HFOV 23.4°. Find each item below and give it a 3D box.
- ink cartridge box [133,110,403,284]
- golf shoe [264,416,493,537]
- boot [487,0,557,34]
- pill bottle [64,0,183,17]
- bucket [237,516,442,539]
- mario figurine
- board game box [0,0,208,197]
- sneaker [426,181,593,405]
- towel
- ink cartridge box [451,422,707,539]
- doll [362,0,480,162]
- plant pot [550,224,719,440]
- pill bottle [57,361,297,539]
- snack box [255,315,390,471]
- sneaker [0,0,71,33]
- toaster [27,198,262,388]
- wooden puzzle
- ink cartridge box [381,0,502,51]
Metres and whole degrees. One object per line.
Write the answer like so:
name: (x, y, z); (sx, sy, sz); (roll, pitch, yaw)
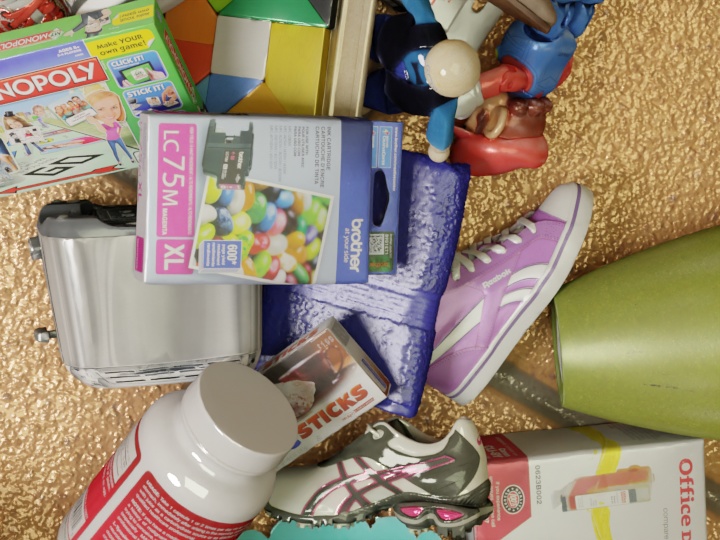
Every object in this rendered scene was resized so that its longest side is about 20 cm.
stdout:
ink cartridge box: (-0.060, -0.051, 1.243); (0.198, 0.042, 0.121); (0, 97, -20)
golf shoe: (0.007, 0.155, 1.353); (0.197, 0.077, 0.089); (-1, 96, 18)
boot: (0.092, -0.285, 1.255); (0.199, 0.070, 0.147); (35, 87, -2)
pill bottle: (-0.194, -0.279, 1.241); (0.113, 0.114, 0.202); (-28, 88, -7)
bucket: (-0.016, 0.288, 1.328); (0.204, 0.207, 0.137); (-6, 109, -11)
mario figurine: (0.115, -0.167, 1.343); (0.122, 0.106, 0.201); (16, 114, -25)
board game box: (-0.218, -0.118, 1.244); (0.197, 0.029, 0.135); (-12, 142, 9)
sneaker: (0.095, -0.004, 1.377); (0.114, 0.073, 0.201); (35, 89, -11)
towel: (0.000, 0.000, 1.345); (0.146, 0.049, 0.203); (15, 98, 16)
ink cartridge box: (0.178, 0.206, 1.415); (0.197, 0.083, 0.147); (-5, 98, -11)
doll: (0.039, -0.145, 1.276); (0.048, 0.200, 0.138); (-17, 100, -19)
plant pot: (0.253, 0.053, 1.374); (0.197, 0.187, 0.190); (-5, 99, 2)
pill bottle: (-0.133, 0.162, 1.286); (0.112, 0.113, 0.200); (31, 123, -14)
snack box: (-0.074, 0.116, 1.335); (0.199, 0.024, 0.072); (-36, 105, 23)
sneaker: (-0.247, -0.190, 1.257); (0.067, 0.108, 0.202); (-41, 104, -4)
toaster: (-0.147, 0.011, 1.306); (0.197, 0.114, 0.131); (-5, 102, -14)
wooden puzzle: (-0.083, -0.162, 1.293); (0.183, 0.037, 0.203); (9, 99, 15)
ink cartridge box: (0.044, -0.262, 1.330); (0.199, 0.068, 0.117); (34, 89, -14)
